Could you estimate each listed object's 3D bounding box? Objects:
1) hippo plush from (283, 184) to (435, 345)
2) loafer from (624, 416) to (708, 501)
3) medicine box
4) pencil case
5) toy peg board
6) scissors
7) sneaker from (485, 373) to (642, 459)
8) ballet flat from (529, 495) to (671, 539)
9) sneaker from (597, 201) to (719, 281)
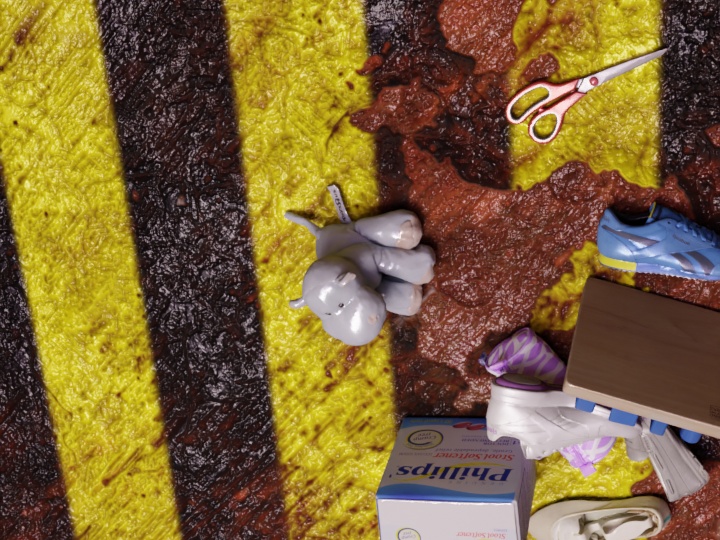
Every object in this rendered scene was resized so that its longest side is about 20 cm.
[{"bbox_3d":[0.000,0.000,1.558,0.159,0.161,0.201,-30,104,24],"label":"hippo plush"},{"bbox_3d":[0.371,0.218,1.610,0.070,0.070,0.200,-39,101,8],"label":"loafer"},{"bbox_3d":[0.130,0.285,1.629,0.181,0.200,0.104,-1,113,14],"label":"medicine box"},{"bbox_3d":[0.247,0.166,1.612,0.200,0.086,0.084,46,122,-9],"label":"pencil case"},{"bbox_3d":[0.349,0.130,1.520,0.199,0.200,0.098,15,132,7],"label":"toy peg board"},{"bbox_3d":[0.262,-0.225,1.476,0.200,0.014,0.073,-37,98,26],"label":"scissors"},{"bbox_3d":[0.250,0.190,1.549,0.198,0.075,0.100,12,102,-5],"label":"sneaker"},{"bbox_3d":[0.319,0.346,1.684,0.199,0.070,0.070,-15,109,20],"label":"ballet flat"},{"bbox_3d":[0.386,-0.037,1.500,0.198,0.066,0.079,7,111,11],"label":"sneaker"}]
